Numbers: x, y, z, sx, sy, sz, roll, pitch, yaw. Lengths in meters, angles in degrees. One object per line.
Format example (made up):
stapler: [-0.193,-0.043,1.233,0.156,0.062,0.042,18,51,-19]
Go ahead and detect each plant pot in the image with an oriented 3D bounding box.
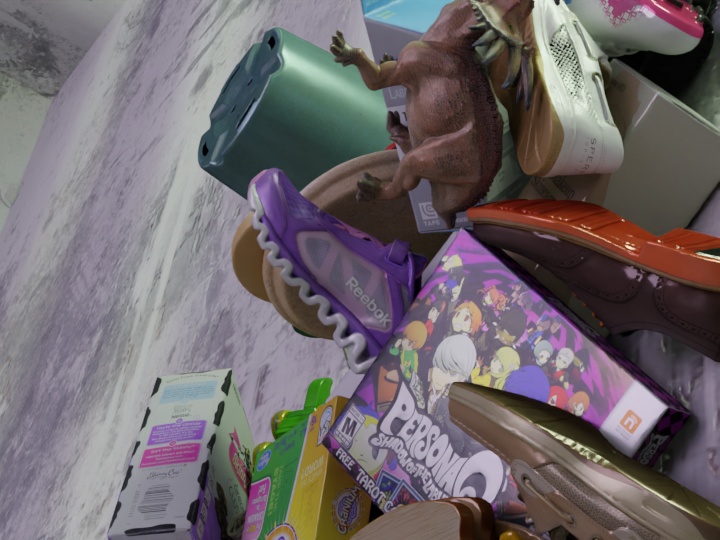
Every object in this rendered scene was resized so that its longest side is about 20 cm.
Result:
plant pot: [-0.035,-0.115,1.425,0.200,0.195,0.201,-49,23,30]

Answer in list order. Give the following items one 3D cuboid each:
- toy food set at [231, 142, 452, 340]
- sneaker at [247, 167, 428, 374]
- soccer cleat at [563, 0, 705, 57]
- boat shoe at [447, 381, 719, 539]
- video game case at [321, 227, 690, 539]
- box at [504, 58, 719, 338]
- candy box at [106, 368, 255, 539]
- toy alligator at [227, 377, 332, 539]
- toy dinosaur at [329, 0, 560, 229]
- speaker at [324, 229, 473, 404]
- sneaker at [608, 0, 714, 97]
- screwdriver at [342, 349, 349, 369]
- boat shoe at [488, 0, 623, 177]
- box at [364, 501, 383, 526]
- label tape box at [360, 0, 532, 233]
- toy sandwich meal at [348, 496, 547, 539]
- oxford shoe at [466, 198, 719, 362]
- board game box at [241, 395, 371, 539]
toy food set: [0.012,-0.018,1.205,0.200,0.198,0.049,-39,43,13]
sneaker: [0.000,0.000,1.095,0.088,0.201,0.080,-38,0,15]
soccer cleat: [0.176,-0.173,1.068,0.087,0.069,0.200,-59,23,17]
boat shoe: [0.117,0.125,0.866,0.199,0.071,0.065,31,104,42]
video game case: [0.085,0.101,0.969,0.200,0.036,0.182,44,107,38]
box: [0.158,-0.033,1.038,0.201,0.077,0.095,-57,21,12]
candy box: [-0.133,0.208,1.257,0.071,0.169,0.201,-8,33,10]
toy alligator: [-0.057,0.170,1.281,0.059,0.054,0.200,-13,30,32]
toy dinosaur: [0.065,-0.103,0.983,0.134,0.202,0.086,5,28,26]
speaker: [0.060,0.051,1.158,0.201,0.081,0.081,-54,22,20]
sneaker: [0.197,-0.151,1.132,0.200,0.060,0.104,-49,25,16]
screwdriver: [-0.001,0.099,1.318,0.028,0.029,0.200,-54,19,17]
boat shoe: [0.133,-0.130,1.017,0.201,0.069,0.071,-95,21,-44]
box: [-0.022,0.226,1.145,0.161,0.044,0.200,-65,20,12]
label tape box: [0.074,-0.146,1.101,0.066,0.202,0.143,-4,19,31]
toy sandwich meal: [0.055,0.228,0.880,0.204,0.070,0.207,-21,60,41]
oxford shoe: [0.145,0.002,0.938,0.199,0.071,0.073,20,112,39]
board game box: [-0.045,0.209,1.097,0.153,0.040,0.201,-41,34,54]
